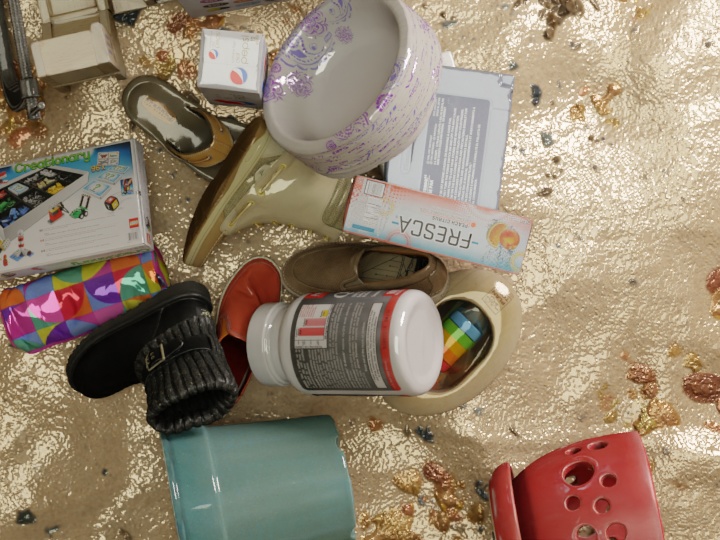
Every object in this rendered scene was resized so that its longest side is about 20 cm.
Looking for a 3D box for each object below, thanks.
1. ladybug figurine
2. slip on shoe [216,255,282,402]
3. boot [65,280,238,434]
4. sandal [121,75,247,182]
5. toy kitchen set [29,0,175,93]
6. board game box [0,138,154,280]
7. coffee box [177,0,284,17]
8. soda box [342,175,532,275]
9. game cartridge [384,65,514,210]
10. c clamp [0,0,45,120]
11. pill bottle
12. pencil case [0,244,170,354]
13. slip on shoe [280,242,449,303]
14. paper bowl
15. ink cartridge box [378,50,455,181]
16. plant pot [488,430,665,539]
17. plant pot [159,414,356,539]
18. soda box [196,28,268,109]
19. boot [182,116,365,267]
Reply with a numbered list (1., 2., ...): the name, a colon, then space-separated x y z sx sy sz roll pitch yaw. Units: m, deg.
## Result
1. ladybug figurine: 0.102 0.080 1.728 0.200 0.072 0.136 -41 91 1
2. slip on shoe: -0.135 0.075 1.707 0.074 0.061 0.201 28 68 -18
3. boot: -0.235 0.122 1.659 0.211 0.079 0.158 -35 51 22
4. sandal: -0.185 -0.155 1.720 0.199 0.054 0.081 32 91 -8
5. toy kitchen set: -0.284 -0.317 1.652 0.162 0.180 0.201 -13 93 -2
6. board game box: -0.337 -0.068 1.698 0.199 0.035 0.127 -10 76 10
7. coffee box: -0.120 -0.402 1.643 0.197 0.200 0.201 -10 92 -1
8. soda box: 0.081 -0.050 1.624 0.199 0.068 0.064 15 94 -1
9. game cartridge: 0.094 -0.126 1.672 0.132 0.041 0.201 7 93 -5
10. c clamp: -0.381 -0.258 1.666 0.027 0.171 0.201 -11 87 -24
11. pill bottle: -0.019 0.081 1.657 0.199 0.116 0.117 -2 92 28
12. pencil case: -0.309 0.033 1.712 0.199 0.088 0.089 -16 92 1
13. slip on shoe: 0.000 0.000 1.698 0.199 0.061 0.076 7 66 21
14. paper bowl: 0.001 -0.193 1.609 0.104 0.200 0.201 34 91 -42
15. ink cartridge box: 0.075 -0.137 1.723 0.116 0.067 0.201 -16 91 0
16. plant pot: 0.243 0.293 1.682 0.181 0.200 0.202 -12 92 7
17. plant pot: -0.114 0.251 1.678 0.195 0.200 0.201 -11 92 -10
18. soda box: -0.138 -0.219 1.648 0.068 0.200 0.064 5 90 -2
19. boot: -0.101 -0.062 1.715 0.155 0.073 0.200 25 114 -21
